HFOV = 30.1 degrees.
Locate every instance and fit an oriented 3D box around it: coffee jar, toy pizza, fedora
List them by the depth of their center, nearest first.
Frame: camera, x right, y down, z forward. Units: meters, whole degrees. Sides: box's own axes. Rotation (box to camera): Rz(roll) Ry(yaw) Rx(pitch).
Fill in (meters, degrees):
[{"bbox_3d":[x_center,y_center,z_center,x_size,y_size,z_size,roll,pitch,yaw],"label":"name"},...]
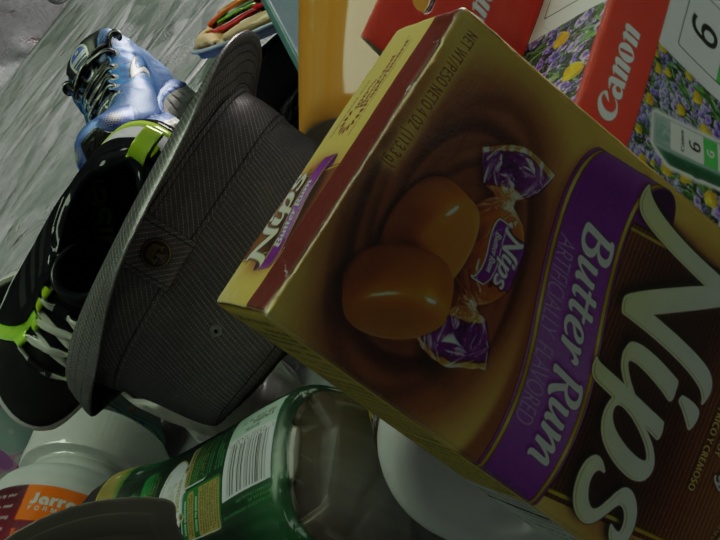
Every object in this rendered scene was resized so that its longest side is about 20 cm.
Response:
[{"bbox_3d":[-0.059,-0.005,0.647,0.200,0.090,0.177,-62,-2,-7],"label":"fedora"},{"bbox_3d":[-0.057,0.127,0.649,0.200,0.104,0.085,-29,47,43],"label":"coffee jar"},{"bbox_3d":[-0.039,-0.212,0.986,0.200,0.032,0.200,-24,16,7],"label":"toy pizza"}]

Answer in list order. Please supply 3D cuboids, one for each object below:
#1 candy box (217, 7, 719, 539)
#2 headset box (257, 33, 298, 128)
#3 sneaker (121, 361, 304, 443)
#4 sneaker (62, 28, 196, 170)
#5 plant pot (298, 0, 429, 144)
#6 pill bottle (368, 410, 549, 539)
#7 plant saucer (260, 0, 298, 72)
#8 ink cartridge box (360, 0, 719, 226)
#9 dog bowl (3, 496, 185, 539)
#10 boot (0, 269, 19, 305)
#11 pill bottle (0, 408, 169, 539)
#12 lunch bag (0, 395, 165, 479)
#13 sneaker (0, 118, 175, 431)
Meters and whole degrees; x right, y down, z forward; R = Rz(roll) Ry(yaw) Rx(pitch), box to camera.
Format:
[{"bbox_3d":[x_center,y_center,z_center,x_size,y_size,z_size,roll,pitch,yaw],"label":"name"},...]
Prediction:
[{"bbox_3d":[0.067,0.020,0.455,0.117,0.200,0.056,-58,21,-11],"label":"candy box"},{"bbox_3d":[-0.099,-0.075,0.983,0.200,0.093,0.174,-32,18,38],"label":"headset box"},{"bbox_3d":[-0.096,0.062,0.801,0.074,0.116,0.200,-59,23,-11],"label":"sneaker"},{"bbox_3d":[-0.172,-0.113,0.920,0.079,0.089,0.200,-42,14,11],"label":"sneaker"},{"bbox_3d":[0.043,-0.142,0.768,0.200,0.200,0.184,-15,60,54],"label":"plant pot"},{"bbox_3d":[0.050,0.022,0.597,0.109,0.109,0.200,-45,24,16],"label":"pill bottle"},{"bbox_3d":[-0.013,-0.136,0.854,0.070,0.200,0.019,-17,-20,-29],"label":"plant saucer"},{"bbox_3d":[0.102,-0.073,0.521,0.050,0.200,0.109,-22,38,49],"label":"ink cartridge box"},{"bbox_3d":[-0.075,0.186,0.502,0.059,0.200,0.200,-53,18,40],"label":"dog bowl"},{"bbox_3d":[-0.129,-0.008,0.866,0.200,0.073,0.144,-13,11,9],"label":"boot"},{"bbox_3d":[-0.184,0.185,0.792,0.110,0.110,0.200,-32,31,39],"label":"pill bottle"},{"bbox_3d":[-0.248,0.104,0.910,0.160,0.200,0.077,-49,21,13],"label":"lunch bag"},{"bbox_3d":[-0.154,0.005,0.705,0.200,0.072,0.083,-62,-1,19],"label":"sneaker"}]
